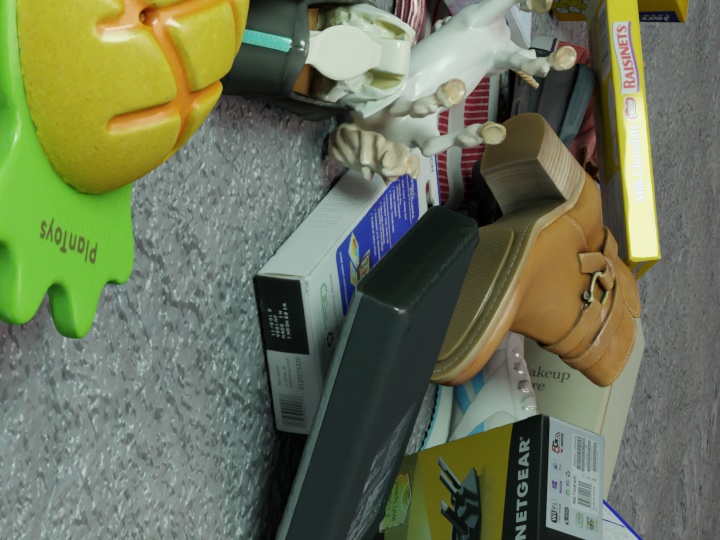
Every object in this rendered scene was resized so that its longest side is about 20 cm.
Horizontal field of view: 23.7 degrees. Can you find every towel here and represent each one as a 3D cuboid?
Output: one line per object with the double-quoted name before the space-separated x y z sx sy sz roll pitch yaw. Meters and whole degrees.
"towel" 0.060 -0.114 1.114 0.200 0.023 0.146 3 92 -69

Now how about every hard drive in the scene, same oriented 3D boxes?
"hard drive" 0.004 0.078 0.895 0.140 0.033 0.202 -45 155 -63

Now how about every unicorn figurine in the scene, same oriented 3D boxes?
"unicorn figurine" 0.058 -0.113 0.965 0.199 0.137 0.075 -24 104 -29

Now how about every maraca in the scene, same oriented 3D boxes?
"maraca" -0.096 -0.079 0.597 0.137 0.106 0.202 24 72 -68

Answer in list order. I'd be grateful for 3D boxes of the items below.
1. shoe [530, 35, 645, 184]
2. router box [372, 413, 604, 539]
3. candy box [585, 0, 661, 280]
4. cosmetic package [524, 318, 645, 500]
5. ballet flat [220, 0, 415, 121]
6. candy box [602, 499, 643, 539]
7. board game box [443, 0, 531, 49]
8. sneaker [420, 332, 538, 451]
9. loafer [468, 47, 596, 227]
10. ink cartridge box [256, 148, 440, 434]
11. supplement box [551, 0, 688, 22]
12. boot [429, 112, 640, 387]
"shoe" 0.152 -0.083 1.246 0.072 0.090 0.202 86 18 -58
"router box" 0.060 0.194 0.940 0.052 0.157 0.202 21 61 -33
"candy box" 0.178 -0.098 1.172 0.102 0.026 0.202 72 14 -82
"cosmetic package" 0.136 0.107 1.245 0.073 0.102 0.201 69 31 -47
"ballet flat" -0.015 -0.105 0.855 0.200 0.068 0.069 -19 117 -67
"candy box" 0.104 0.223 1.003 0.170 0.076 0.200 -66 -157 10
"board game box" 0.064 -0.267 1.030 0.200 0.041 0.202 49 42 -60
"sneaker" 0.093 0.100 1.162 0.077 0.080 0.202 60 38 -53
"loafer" 0.100 -0.067 1.152 0.201 0.063 0.072 -65 -175 -30
"ink cartridge box" 0.000 0.000 0.962 0.200 0.037 0.096 -49 139 -54
"supplement box" 0.180 -0.271 1.272 0.200 0.108 0.111 35 62 -66
"boot" 0.106 0.024 1.040 0.156 0.076 0.201 53 41 -35
